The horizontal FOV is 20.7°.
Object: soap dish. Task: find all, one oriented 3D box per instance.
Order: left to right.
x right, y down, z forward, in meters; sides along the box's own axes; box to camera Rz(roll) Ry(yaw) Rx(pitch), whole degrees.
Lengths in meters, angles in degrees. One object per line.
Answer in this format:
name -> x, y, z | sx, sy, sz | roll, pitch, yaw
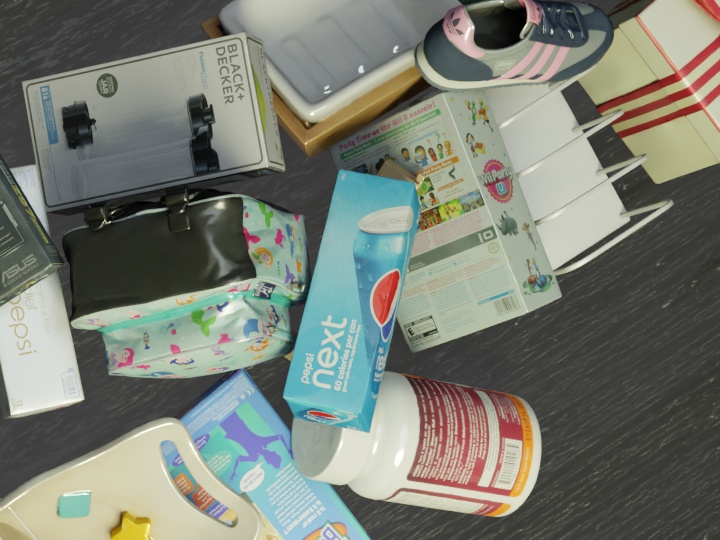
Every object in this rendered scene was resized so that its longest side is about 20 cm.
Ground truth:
soap dish -> -0.015, -0.199, 1.718 | 0.199, 0.081, 0.157 | -32, 65, -20

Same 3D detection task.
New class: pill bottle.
pill bottle -> 0.048, 0.147, 1.692 | 0.199, 0.109, 0.110 | 12, 79, -29

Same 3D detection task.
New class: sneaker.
sneaker -> 0.146, -0.201, 1.664 | 0.199, 0.082, 0.071 | -16, 71, -31

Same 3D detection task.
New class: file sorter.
file sorter -> 0.168, -0.107, 1.777 | 0.138, 0.124, 0.201 | -31, 94, -21

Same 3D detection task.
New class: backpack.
backpack -> -0.128, 0.009, 1.611 | 0.176, 0.200, 0.152 | -13, 88, 19

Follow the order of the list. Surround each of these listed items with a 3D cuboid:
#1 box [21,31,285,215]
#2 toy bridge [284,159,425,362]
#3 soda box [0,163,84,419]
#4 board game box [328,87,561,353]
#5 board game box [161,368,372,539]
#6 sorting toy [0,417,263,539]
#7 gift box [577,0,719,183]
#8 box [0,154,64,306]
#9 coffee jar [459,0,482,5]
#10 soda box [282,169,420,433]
box -> -0.172, -0.121, 1.637 | 0.198, 0.060, 0.118 | -10, 87, 11
toy bridge -> 0.000, 0.000, 1.693 | 0.067, 0.027, 0.201 | 35, 104, 6
soda box -> -0.282, 0.019, 1.625 | 0.063, 0.068, 0.202 | -10, 87, -18
board game box -> 0.073, -0.045, 1.716 | 0.064, 0.147, 0.201 | -23, 92, -48
board game box -> -0.102, 0.209, 1.680 | 0.152, 0.045, 0.201 | -38, 96, -21
sorting toy -> -0.181, 0.216, 1.585 | 0.180, 0.107, 0.200 | -39, 98, 5
gift box -> 0.325, -0.215, 1.815 | 0.185, 0.187, 0.200 | 47, 72, -9
box -> -0.360, -0.018, 1.565 | 0.199, 0.051, 0.158 | -33, 88, 3
coffee jar -> 0.091, -0.326, 1.789 | 0.104, 0.085, 0.202 | -10, 87, 13
soda box -> -0.005, 0.024, 1.607 | 0.067, 0.064, 0.201 | 10, 72, 10
